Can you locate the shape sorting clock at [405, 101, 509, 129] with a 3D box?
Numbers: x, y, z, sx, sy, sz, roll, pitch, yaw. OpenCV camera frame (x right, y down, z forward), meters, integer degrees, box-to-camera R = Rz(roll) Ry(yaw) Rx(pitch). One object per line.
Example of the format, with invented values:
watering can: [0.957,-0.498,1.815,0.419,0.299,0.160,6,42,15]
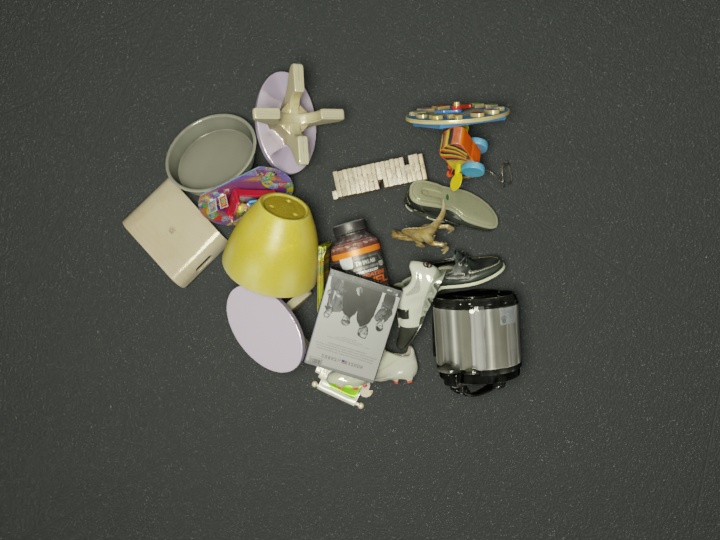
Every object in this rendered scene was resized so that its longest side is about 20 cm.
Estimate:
shape sorting clock: [0.183,-0.299,1.116,0.196,0.200,0.040,-4,108,7]

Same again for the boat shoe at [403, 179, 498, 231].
boat shoe: [0.185,-0.125,1.204,0.196,0.068,0.073,17,59,-6]

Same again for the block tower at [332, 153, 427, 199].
block tower: [0.036,-0.194,1.214,0.196,0.054,0.059,-13,93,7]

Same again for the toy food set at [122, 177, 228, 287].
toy food set: [-0.402,-0.085,1.283,0.143,0.060,0.200,-43,90,-3]

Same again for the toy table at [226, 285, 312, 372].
toy table: [-0.181,0.112,1.229,0.182,0.117,0.202,-33,87,14]

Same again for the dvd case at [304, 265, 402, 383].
dvd case: [-0.015,0.109,1.156,0.147,0.025,0.204,17,105,-2]

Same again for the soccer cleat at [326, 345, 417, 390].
soccer cleat: [0.024,0.201,1.232,0.196,0.069,0.079,-4,94,-12]

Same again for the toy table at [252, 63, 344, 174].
toy table: [-0.136,-0.301,1.165,0.181,0.117,0.204,-18,98,-23]

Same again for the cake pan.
cake pan: [-0.304,-0.236,1.215,0.196,0.037,0.204,-5,61,10]

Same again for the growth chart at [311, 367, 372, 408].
growth chart: [-0.026,0.189,1.274,0.142,0.018,0.204,15,97,5]

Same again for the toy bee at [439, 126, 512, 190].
toy bee: [0.202,-0.209,1.160,0.107,0.132,0.200,-3,140,42]

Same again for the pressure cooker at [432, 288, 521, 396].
pressure cooker: [0.229,0.145,1.158,0.172,0.179,0.205,-5,94,4]

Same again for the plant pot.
plant pot: [-0.163,-0.066,1.156,0.197,0.201,0.144,22,122,4]

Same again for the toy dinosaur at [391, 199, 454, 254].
toy dinosaur: [0.134,-0.074,1.163,0.099,0.199,0.059,14,72,-26]

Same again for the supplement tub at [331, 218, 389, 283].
supplement tub: [0.000,0.000,1.209,0.105,0.107,0.204,-15,93,8]

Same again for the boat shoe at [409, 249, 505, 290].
boat shoe: [0.192,-0.008,1.198,0.195,0.075,0.067,-11,115,17]

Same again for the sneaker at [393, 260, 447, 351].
sneaker: [0.098,0.067,1.184,0.087,0.074,0.203,23,115,6]

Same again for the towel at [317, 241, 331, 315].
towel: [-0.072,0.045,1.206,0.018,0.086,0.205,3,100,9]

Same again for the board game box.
board game box: [-0.226,-0.132,1.199,0.197,0.158,0.040,-23,66,8]
